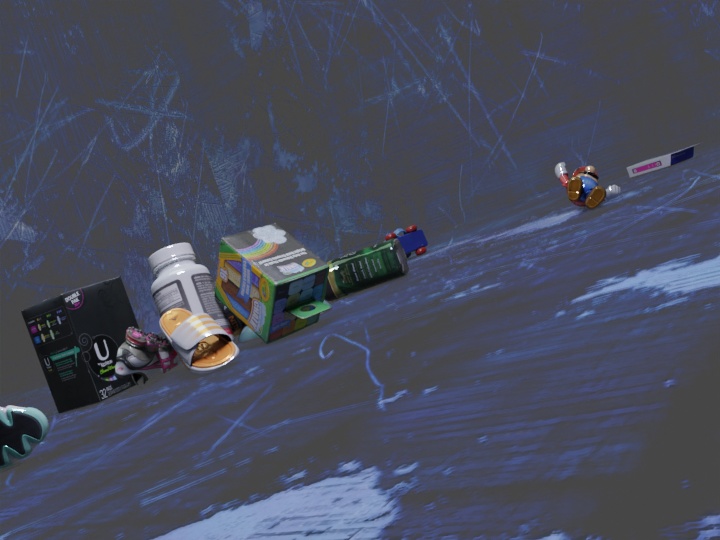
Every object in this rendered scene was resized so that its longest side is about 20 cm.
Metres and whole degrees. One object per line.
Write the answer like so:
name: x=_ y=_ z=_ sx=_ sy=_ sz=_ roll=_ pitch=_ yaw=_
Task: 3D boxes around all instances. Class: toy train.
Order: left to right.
toy train: x=0.082 y=-0.050 z=2.205 sx=0.198 sy=0.085 sz=0.116 roll=-21 pitch=-7 yaw=-23

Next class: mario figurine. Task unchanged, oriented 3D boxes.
mario figurine: x=0.495 y=-0.197 z=1.714 sx=0.105 sy=0.124 sz=0.200 roll=-32 pitch=3 yaw=18

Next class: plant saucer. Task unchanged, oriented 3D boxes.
plant saucer: x=-0.154 y=0.095 z=1.563 sx=0.198 sy=0.028 sz=0.200 roll=-20 pitch=4 yaw=1

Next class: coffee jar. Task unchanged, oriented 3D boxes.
coffee jar: x=0.000 y=0.000 z=1.697 sx=0.198 sy=0.086 sz=0.104 roll=-20 pitch=3 yaw=13

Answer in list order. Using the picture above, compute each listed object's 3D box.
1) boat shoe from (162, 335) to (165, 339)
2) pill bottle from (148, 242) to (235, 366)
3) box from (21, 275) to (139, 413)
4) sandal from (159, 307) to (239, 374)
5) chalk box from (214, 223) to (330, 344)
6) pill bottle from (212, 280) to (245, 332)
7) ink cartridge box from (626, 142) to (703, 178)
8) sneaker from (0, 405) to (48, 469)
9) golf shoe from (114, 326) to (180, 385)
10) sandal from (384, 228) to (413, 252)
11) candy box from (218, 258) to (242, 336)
boat shoe: x=-0.374 y=0.134 z=1.764 sx=0.198 sy=0.075 sz=0.066 roll=-24 pitch=-3 yaw=11
pill bottle: x=-0.307 y=0.058 z=1.392 sx=0.110 sy=0.202 sz=0.111 roll=-22 pitch=-10 yaw=-4
box: x=-0.495 y=0.133 z=1.430 sx=0.123 sy=0.202 sz=0.148 roll=-18 pitch=3 yaw=30
sandal: x=-0.273 y=0.096 z=1.243 sx=0.079 sy=0.060 sz=0.206 roll=-34 pitch=40 yaw=-26
chalk box: x=-0.138 y=0.030 z=1.326 sx=0.124 sy=0.125 sz=0.200 roll=-19 pitch=45 yaw=-41
pill bottle: x=-0.276 y=0.077 z=1.545 sx=0.199 sy=0.107 sz=0.106 roll=-35 pitch=7 yaw=-17
ink cartridge box: x=0.836 y=-0.302 z=2.145 sx=0.094 sy=0.037 sz=0.200 roll=-20 pitch=0 yaw=-25
sneaker: x=-0.487 y=0.218 z=1.016 sx=0.198 sy=0.079 sz=0.140 roll=-20 pitch=4 yaw=-3
golf shoe: x=-0.380 y=0.159 z=1.399 sx=0.072 sy=0.093 sz=0.200 roll=25 pitch=-5 yaw=17
sandal: x=0.105 y=-0.081 z=2.513 sx=0.079 sy=0.088 sz=0.199 roll=-24 pitch=3 yaw=-35
candy box: x=-0.241 y=0.043 z=1.687 sx=0.116 sy=0.057 sz=0.201 roll=-21 pitch=-38 yaw=-27
